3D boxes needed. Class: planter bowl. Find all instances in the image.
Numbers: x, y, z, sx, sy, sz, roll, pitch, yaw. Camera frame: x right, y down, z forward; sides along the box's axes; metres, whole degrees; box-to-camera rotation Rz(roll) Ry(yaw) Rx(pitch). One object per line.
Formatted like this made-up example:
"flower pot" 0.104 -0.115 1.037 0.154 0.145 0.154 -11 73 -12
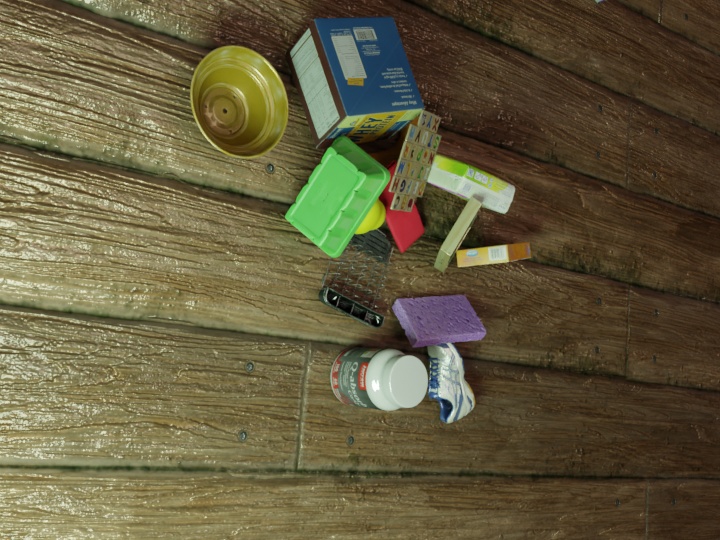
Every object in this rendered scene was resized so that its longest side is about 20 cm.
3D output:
"planter bowl" -0.236 -0.301 1.501 0.196 0.083 0.206 2 86 -35

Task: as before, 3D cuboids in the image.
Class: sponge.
"sponge" 0.171 0.106 1.753 0.196 0.030 0.113 -2 48 -35

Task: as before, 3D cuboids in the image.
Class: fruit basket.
"fruit basket" -0.032 -0.136 1.581 0.154 0.217 0.216 37 62 10

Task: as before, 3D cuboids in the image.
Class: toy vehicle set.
"toy vehicle set" 0.203 -0.071 1.719 0.026 0.200 0.126 31 82 7

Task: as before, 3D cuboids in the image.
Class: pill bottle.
"pill bottle" 0.036 0.210 1.585 0.114 0.198 0.119 3 84 -34

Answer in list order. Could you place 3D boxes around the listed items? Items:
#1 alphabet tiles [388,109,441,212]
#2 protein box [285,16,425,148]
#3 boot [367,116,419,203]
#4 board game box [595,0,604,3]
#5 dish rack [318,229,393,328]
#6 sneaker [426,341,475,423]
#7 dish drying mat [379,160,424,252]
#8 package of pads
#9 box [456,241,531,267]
"alphabet tiles" 0.112 -0.217 1.643 0.165 0.006 0.205 -2 111 -64
"protein box" -0.011 -0.372 1.607 0.195 0.134 0.205 -13 80 -34
"boot" 0.062 -0.238 1.714 0.141 0.070 0.207 6 87 -35
"board game box" 0.662 -0.836 2.158 0.102 0.104 0.204 28 72 -30
"dish rack" 0.000 0.000 1.664 0.152 0.054 0.205 28 71 -31
"sneaker" 0.181 0.234 1.762 0.087 0.075 0.204 -30 101 -29
"dish drying mat" 0.078 -0.132 1.702 0.077 0.018 0.202 -42 134 -17
"package of pads" 0.220 -0.191 1.744 0.152 0.199 0.070 19 99 -32
"box" 0.301 -0.037 1.805 0.199 0.116 0.043 -12 95 -63
